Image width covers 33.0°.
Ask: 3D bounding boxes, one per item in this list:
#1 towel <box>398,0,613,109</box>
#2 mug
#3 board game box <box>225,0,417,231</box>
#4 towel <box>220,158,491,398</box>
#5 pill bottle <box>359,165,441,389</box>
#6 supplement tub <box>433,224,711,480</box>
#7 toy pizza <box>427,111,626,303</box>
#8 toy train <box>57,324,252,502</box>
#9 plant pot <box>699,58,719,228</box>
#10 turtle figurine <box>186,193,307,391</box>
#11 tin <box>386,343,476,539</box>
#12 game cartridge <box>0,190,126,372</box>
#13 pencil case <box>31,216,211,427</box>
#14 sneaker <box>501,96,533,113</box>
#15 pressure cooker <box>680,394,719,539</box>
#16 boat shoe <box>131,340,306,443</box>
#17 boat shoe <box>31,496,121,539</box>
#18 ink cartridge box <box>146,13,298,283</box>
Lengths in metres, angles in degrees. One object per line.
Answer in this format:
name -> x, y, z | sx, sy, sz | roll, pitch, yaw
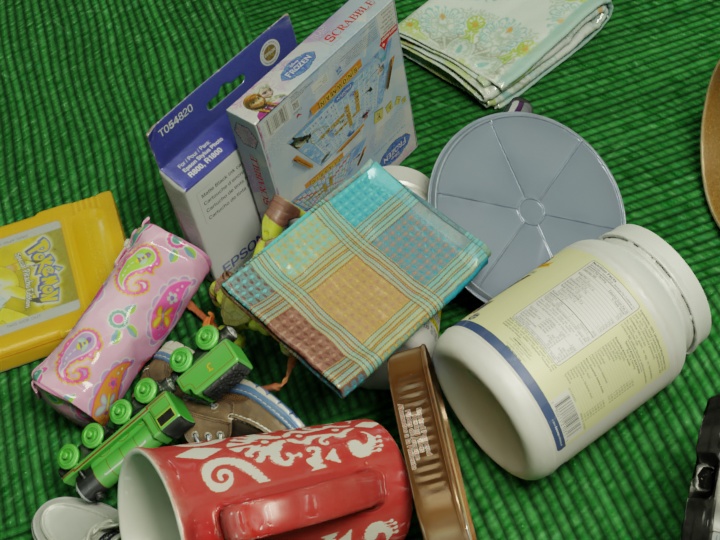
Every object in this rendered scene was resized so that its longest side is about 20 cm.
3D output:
towel -> 0.156, -0.277, 1.364 | 0.200, 0.048, 0.171 | -38, 55, -20
mug -> -0.059, 0.191, 0.921 | 0.200, 0.134, 0.177 | -7, 18, -32
board game box -> -0.030, -0.138, 1.186 | 0.041, 0.200, 0.200 | 29, 61, 30
towel -> 0.000, 0.000, 1.032 | 0.147, 0.022, 0.200 | 39, 58, 16
pill bottle -> 0.024, 0.002, 1.119 | 0.109, 0.109, 0.200 | 1, 52, 11
supplement tub -> 0.177, 0.064, 1.015 | 0.200, 0.145, 0.145 | -33, 53, -17
toy pizza -> 0.154, -0.051, 1.132 | 0.200, 0.032, 0.201 | 4, 74, -16
toy train -> -0.176, 0.124, 1.038 | 0.200, 0.042, 0.056 | -41, 60, 5
plant pot -> 0.442, -0.121, 1.111 | 0.199, 0.187, 0.187 | -2, 49, -8
turtle figurine -> -0.097, 0.012, 1.109 | 0.162, 0.064, 0.200 | -59, 36, 0
tin -> 0.059, 0.155, 0.982 | 0.042, 0.112, 0.200 | -18, 54, 8
game cartridge -> -0.329, 0.013, 1.229 | 0.199, 0.032, 0.177 | -20, 50, -5
pencil case -> -0.221, 0.049, 1.129 | 0.087, 0.087, 0.200 | 21, 67, 25
sneaker -> 0.155, -0.079, 1.201 | 0.087, 0.074, 0.200 | 21, 62, 3
pressure cooker -> 0.335, 0.187, 0.865 | 0.199, 0.176, 0.179 | 7, 56, 21
boat shoe -> -0.121, 0.134, 1.071 | 0.200, 0.072, 0.072 | 22, 63, 38
boat shoe -> -0.197, 0.232, 1.000 | 0.200, 0.065, 0.074 | 20, 57, 24
ink cartridge box -> -0.103, -0.113, 1.179 | 0.041, 0.200, 0.200 | 30, 62, 30
